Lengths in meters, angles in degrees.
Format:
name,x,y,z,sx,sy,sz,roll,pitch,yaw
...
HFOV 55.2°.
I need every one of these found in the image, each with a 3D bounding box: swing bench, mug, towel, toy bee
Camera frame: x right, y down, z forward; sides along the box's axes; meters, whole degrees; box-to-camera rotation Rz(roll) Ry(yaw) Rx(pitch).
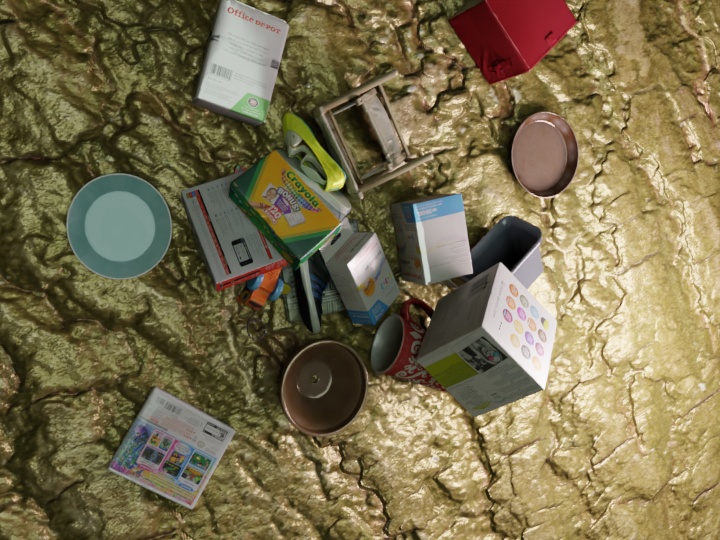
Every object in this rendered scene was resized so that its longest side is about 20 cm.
name,x,y,z,sx,sy,sz,roll,pitch,yaw
swing bench,0.015,-0.285,1.461,0.197,0.130,0.203,-28,105,-11
mug,0.147,0.175,1.546,0.196,0.133,0.181,23,96,-24
towel,-0.085,-0.001,1.499,0.195,0.034,0.198,-11,102,-22
toy bee,-0.215,0.032,1.405,0.132,0.108,0.201,50,59,-22

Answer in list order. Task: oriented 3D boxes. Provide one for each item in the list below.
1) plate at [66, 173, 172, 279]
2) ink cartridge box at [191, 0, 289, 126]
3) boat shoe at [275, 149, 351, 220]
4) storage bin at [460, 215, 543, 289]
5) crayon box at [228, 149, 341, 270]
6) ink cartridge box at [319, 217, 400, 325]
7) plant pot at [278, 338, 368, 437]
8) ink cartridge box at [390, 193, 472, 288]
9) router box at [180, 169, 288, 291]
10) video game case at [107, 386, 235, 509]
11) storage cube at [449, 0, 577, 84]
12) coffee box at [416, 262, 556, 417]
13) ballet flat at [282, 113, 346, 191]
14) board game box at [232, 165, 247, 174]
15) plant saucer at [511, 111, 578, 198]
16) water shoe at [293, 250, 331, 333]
name,x,y,z,sx,sy,sz,roll,pitch,yaw
plate,-0.467,-0.085,1.341,0.195,0.025,0.207,-2,94,-21
ink cartridge box,-0.239,-0.411,1.370,0.143,0.084,0.206,16,89,-22
boat shoe,-0.113,-0.169,1.445,0.199,0.070,0.072,39,113,-7
storage bin,0.333,-0.005,1.613,0.200,0.145,0.135,-45,135,-12
crayon box,-0.146,-0.117,1.328,0.118,0.058,0.200,-41,84,-26
ink cartridge box,0.000,0.000,1.466,0.115,0.067,0.203,-48,125,-37
plant pot,-0.087,0.243,1.482,0.195,0.092,0.207,-2,96,-20
ink cartridge box,0.159,-0.058,1.532,0.122,0.128,0.206,-12,98,-19
router box,-0.236,-0.085,1.354,0.176,0.049,0.204,-19,76,-19
video game case,-0.384,0.365,1.414,0.198,0.024,0.185,33,83,-21
storage cube,0.336,-0.555,1.536,0.200,0.170,0.181,-43,107,-12
coffee box,0.271,0.150,1.461,0.197,0.199,0.201,43,44,-13
ballet flat,-0.110,-0.239,1.406,0.066,0.067,0.201,-33,77,-35
board game box,-0.239,-0.103,1.432,0.101,0.019,0.206,16,89,-23
plant saucer,0.442,-0.280,1.675,0.195,0.034,0.207,-2,95,-22
water shoe,-0.092,0.030,1.443,0.077,0.071,0.206,-14,104,-25
